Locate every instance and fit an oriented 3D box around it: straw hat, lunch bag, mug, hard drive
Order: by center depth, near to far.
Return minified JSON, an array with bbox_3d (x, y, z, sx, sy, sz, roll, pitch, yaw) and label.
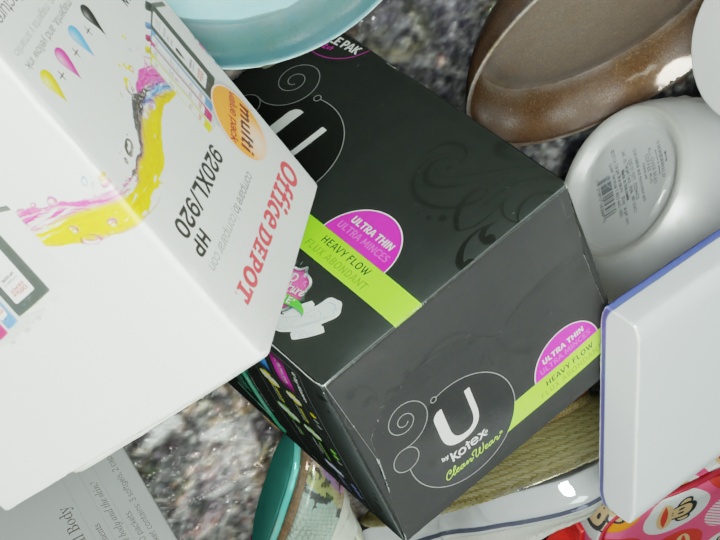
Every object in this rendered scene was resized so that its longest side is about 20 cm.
[{"bbox_3d":[0.195,0.023,1.100,0.200,0.025,0.132,-32,138,-28],"label":"hard drive"},{"bbox_3d":[0.199,0.005,1.221,0.175,0.201,0.147,23,149,-36],"label":"mug"},{"bbox_3d":[0.076,0.068,1.256,0.201,0.201,0.085,-22,92,-16],"label":"straw hat"},{"bbox_3d":[0.181,0.157,1.379,0.176,0.082,0.200,-23,146,-15],"label":"lunch bag"}]

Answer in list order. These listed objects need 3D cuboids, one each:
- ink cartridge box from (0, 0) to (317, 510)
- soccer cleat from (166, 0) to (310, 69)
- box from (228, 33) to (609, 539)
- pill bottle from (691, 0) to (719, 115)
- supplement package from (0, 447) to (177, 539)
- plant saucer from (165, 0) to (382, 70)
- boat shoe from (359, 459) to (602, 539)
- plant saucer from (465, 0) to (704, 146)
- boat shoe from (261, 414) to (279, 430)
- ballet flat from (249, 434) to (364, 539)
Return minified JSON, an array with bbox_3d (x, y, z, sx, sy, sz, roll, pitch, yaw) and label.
[{"bbox_3d":[-0.139,-0.039,0.926,0.144,0.147,0.200,-31,111,24],"label":"ink cartridge box"},{"bbox_3d":[-0.105,-0.106,1.041,0.200,0.070,0.086,-37,120,-5],"label":"soccer cleat"},{"bbox_3d":[0.000,0.000,1.070,0.148,0.200,0.124,-39,135,-13],"label":"box"},{"bbox_3d":[0.272,-0.108,1.173,0.200,0.109,0.109,4,121,-36],"label":"pill bottle"},{"bbox_3d":[-0.179,0.201,1.162,0.200,0.152,0.151,-28,133,-10],"label":"supplement package"},{"bbox_3d":[-0.060,-0.189,0.981,0.199,0.027,0.201,-4,105,-17],"label":"plant saucer"},{"bbox_3d":[0.069,0.156,1.266,0.200,0.070,0.071,-23,-178,39],"label":"boat shoe"},{"bbox_3d":[0.134,-0.136,1.138,0.200,0.032,0.200,-26,157,-12],"label":"plant saucer"},{"bbox_3d":[0.019,0.009,1.194,0.200,0.071,0.065,-37,135,0],"label":"boat shoe"},{"bbox_3d":[-0.040,0.168,1.271,0.071,0.069,0.200,18,122,-14],"label":"ballet flat"}]
